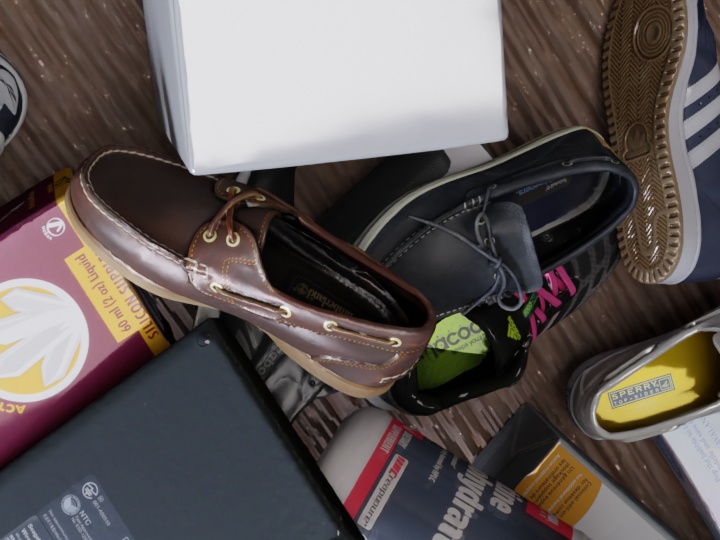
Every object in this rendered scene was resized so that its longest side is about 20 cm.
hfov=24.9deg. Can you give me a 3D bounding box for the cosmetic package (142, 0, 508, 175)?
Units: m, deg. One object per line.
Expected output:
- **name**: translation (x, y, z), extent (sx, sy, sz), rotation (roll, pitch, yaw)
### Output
- **cosmetic package**: translation (-0.029, -0.155, 0.865), extent (0.165, 0.200, 0.168), rotation (-7, 103, -10)

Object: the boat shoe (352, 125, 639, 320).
- **boat shoe**: translation (0.070, -0.016, 0.900), extent (0.199, 0.062, 0.075), rotation (-29, 125, -19)

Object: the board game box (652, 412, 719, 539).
- **board game box**: translation (0.308, 0.113, 1.046), extent (0.198, 0.043, 0.201), rotation (-32, 87, -5)

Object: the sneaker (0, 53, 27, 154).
- **sneaker**: translation (-0.264, -0.043, 0.875), extent (0.198, 0.130, 0.080), rotation (-32, 105, -4)

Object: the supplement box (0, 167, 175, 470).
- **supplement box**: translation (-0.213, 0.047, 0.893), extent (0.199, 0.086, 0.111), rotation (-32, 107, -4)

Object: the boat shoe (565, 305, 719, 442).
- **boat shoe**: translation (0.223, 0.052, 0.980), extent (0.200, 0.086, 0.075), rotation (-19, 96, -1)

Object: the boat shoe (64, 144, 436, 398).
- **boat shoe**: translation (-0.053, -0.010, 0.821), extent (0.199, 0.070, 0.071), rotation (27, 59, -5)

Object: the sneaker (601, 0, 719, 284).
- **sneaker**: translation (0.211, -0.090, 1.002), extent (0.108, 0.070, 0.202), rotation (3, 84, -33)

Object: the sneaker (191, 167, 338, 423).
- **sneaker**: translation (-0.047, 0.032, 0.898), extent (0.087, 0.076, 0.202), rotation (14, 91, 4)

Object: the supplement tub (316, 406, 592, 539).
- **supplement tub**: translation (0.048, 0.181, 0.910), extent (0.199, 0.140, 0.141), rotation (31, 95, 3)

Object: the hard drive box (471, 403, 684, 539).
- **hard drive box**: translation (0.134, 0.211, 1.044), extent (0.200, 0.077, 0.156), rotation (40, 92, -17)

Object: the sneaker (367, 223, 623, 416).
- **sneaker**: translation (0.088, 0.025, 0.987), extent (0.199, 0.087, 0.074), rotation (-35, 107, -3)

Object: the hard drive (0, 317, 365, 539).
- **hard drive**: translation (-0.115, 0.138, 0.846), extent (0.199, 0.033, 0.140), rotation (-35, 82, 8)

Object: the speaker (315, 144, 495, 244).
- **speaker**: translation (0.000, 0.000, 0.968), extent (0.200, 0.081, 0.081), rotation (-41, 107, -1)
